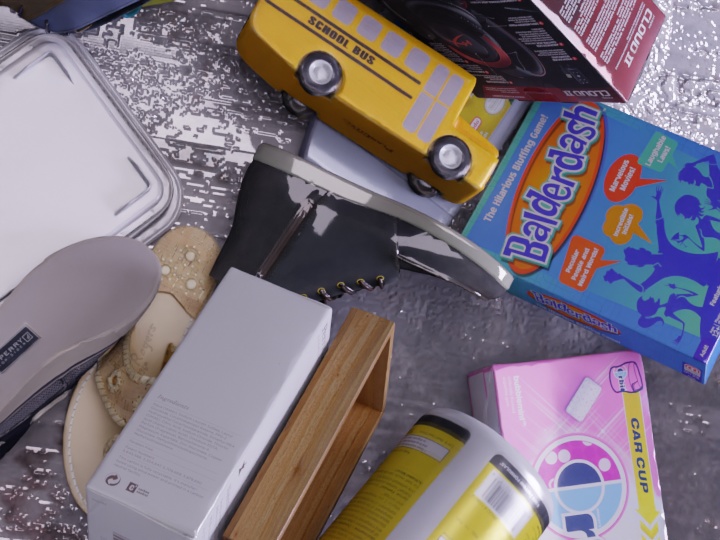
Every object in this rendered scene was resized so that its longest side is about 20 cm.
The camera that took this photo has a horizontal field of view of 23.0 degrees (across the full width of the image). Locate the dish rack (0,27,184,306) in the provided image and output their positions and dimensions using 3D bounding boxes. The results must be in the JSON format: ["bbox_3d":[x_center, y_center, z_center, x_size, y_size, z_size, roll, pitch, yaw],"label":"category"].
[{"bbox_3d":[-0.235,-0.059,1.210,0.199,0.044,0.172,-38,93,-15],"label":"dish rack"}]

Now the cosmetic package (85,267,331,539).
[{"bbox_3d":[-0.095,0.111,1.139,0.080,0.113,0.201,22,52,13],"label":"cosmetic package"}]

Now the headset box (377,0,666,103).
[{"bbox_3d":[0.098,-0.187,1.193,0.200,0.148,0.076,39,71,-37],"label":"headset box"}]

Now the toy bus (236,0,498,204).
[{"bbox_3d":[0.009,-0.128,1.235,0.199,0.065,0.079,32,74,-7],"label":"toy bus"}]

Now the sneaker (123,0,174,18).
[{"bbox_3d":[-0.188,-0.251,1.232,0.198,0.080,0.132,15,77,-11],"label":"sneaker"}]

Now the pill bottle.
[{"bbox_3d":[0.027,0.195,1.145,0.112,0.112,0.200,44,70,-4],"label":"pill bottle"}]

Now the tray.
[{"bbox_3d":[-0.034,0.130,1.163,0.037,0.099,0.201,19,50,12],"label":"tray"}]

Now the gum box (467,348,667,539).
[{"bbox_3d":[0.150,0.163,1.258,0.112,0.066,0.202,-5,82,-14],"label":"gum box"}]

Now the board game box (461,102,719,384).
[{"bbox_3d":[0.188,-0.030,1.265,0.198,0.045,0.153,24,73,18],"label":"board game box"}]

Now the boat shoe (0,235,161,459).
[{"bbox_3d":[-0.218,0.058,1.179,0.075,0.093,0.200,46,59,11],"label":"boat shoe"}]

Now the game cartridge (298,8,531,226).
[{"bbox_3d":[0.044,-0.121,1.293,0.133,0.040,0.201,35,75,-3],"label":"game cartridge"}]

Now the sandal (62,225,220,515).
[{"bbox_3d":[-0.146,0.065,1.198,0.077,0.070,0.214,21,77,-10],"label":"sandal"}]

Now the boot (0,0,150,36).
[{"bbox_3d":[-0.230,-0.185,1.187,0.199,0.075,0.098,-29,92,15],"label":"boot"}]

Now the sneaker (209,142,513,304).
[{"bbox_3d":[0.000,0.000,1.224,0.198,0.075,0.107,24,91,3],"label":"sneaker"}]
